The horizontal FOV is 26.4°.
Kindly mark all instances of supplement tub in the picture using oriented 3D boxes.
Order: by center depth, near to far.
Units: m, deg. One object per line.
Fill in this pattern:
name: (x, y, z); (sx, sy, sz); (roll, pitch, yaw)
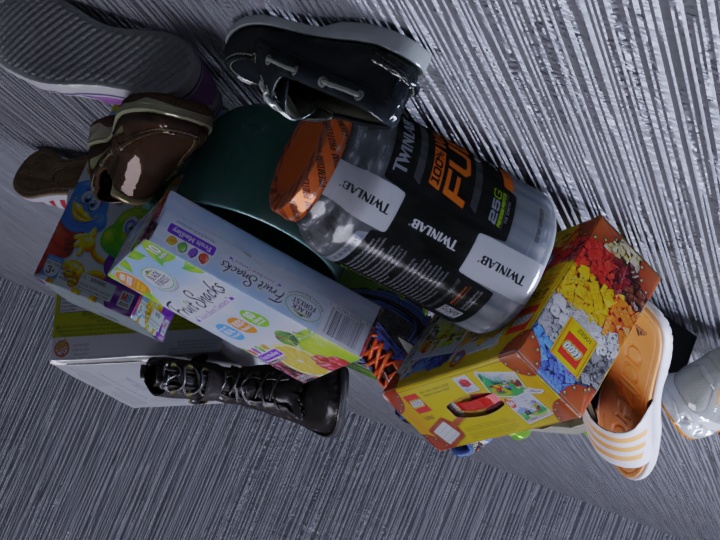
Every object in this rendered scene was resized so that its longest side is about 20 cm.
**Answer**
supplement tub: (0.038, -0.045, 1.163); (0.199, 0.124, 0.122); (26, 169, -20)

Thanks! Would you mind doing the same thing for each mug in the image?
mug: (-0.081, -0.073, 1.270); (0.184, 0.115, 0.152); (25, 161, -4)

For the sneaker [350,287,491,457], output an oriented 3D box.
sneaker: (0.045, 0.088, 1.349); (0.199, 0.079, 0.076); (34, 139, 2)

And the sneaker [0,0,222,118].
sneaker: (-0.208, -0.160, 1.265); (0.199, 0.073, 0.114); (20, 172, 17)

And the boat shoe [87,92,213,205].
boat shoe: (-0.169, -0.088, 1.221); (0.074, 0.076, 0.202); (11, 171, -21)

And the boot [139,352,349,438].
boot: (-0.116, 0.116, 1.483); (0.172, 0.070, 0.200); (10, 173, -25)

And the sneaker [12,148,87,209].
sneaker: (-0.335, -0.092, 1.875); (0.199, 0.072, 0.112); (9, 160, 46)

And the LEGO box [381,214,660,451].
LEGO box: (0.127, 0.055, 1.245); (0.077, 0.149, 0.199); (44, 150, -13)

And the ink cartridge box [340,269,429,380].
ink cartridge box: (0.000, 0.000, 1.398); (0.147, 0.076, 0.200); (24, 145, -5)

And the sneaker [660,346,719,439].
sneaker: (0.357, 0.111, 1.408); (0.199, 0.092, 0.076); (7, -131, -49)

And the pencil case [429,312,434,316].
pencil case: (0.063, 0.020, 1.537); (0.199, 0.088, 0.087); (29, 168, -22)

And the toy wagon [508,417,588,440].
toy wagon: (0.196, 0.125, 1.495); (0.199, 0.040, 0.155); (28, 145, -32)

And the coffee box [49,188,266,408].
coffee box: (-0.195, 0.026, 1.669); (0.198, 0.200, 0.200); (-5, 160, 18)

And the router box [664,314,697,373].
router box: (0.194, 0.037, 1.432); (0.199, 0.052, 0.148); (30, 166, -34)

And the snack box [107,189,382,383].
snack box: (-0.098, 0.018, 1.268); (0.199, 0.053, 0.142); (30, 158, -14)

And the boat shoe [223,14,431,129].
boat shoe: (-0.037, -0.133, 1.054); (0.075, 0.061, 0.199); (30, 168, -35)

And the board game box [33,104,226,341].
board game box: (-0.195, -0.056, 1.390); (0.104, 0.202, 0.103); (21, 169, 13)

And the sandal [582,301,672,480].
sandal: (0.224, 0.109, 1.357); (0.079, 0.059, 0.208); (43, 148, 39)
